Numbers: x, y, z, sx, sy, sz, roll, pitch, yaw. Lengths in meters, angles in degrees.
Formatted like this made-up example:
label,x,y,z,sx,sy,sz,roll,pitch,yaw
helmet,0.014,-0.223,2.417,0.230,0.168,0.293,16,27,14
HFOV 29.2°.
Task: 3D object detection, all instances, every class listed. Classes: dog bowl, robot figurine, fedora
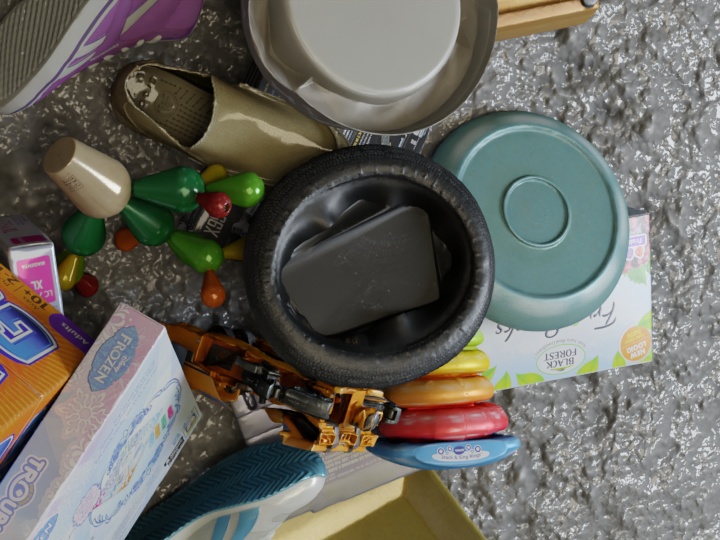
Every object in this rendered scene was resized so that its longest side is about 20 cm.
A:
label,x,y,z,sx,sy,sz,roll,pitch,yaw
dog bowl,0.002,-0.195,1.012,0.198,0.059,0.203,2,84,-25
robot figurine,-0.065,0.092,1.087,0.144,0.199,0.059,12,98,-53
fedora,0.000,0.000,1.065,0.198,0.092,0.203,2,83,-17

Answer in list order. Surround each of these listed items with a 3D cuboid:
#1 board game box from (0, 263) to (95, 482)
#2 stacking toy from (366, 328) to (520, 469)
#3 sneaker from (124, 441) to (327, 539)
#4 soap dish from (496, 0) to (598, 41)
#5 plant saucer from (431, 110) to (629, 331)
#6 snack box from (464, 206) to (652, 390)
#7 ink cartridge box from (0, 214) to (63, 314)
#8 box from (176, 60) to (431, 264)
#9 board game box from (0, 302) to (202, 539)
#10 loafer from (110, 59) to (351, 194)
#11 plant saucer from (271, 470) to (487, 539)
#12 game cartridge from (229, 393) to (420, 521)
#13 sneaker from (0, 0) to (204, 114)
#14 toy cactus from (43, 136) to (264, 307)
label,x,y,z,sx,sy,sz,roll,pitch,yaw
board game box,-0.336,0.093,0.925,0.199,0.200,0.201,38,111,1
stacking toy,0.064,0.059,1.138,0.115,0.110,0.203,-2,87,-14
sneaker,-0.108,0.215,1.163,0.199,0.077,0.081,-31,116,13
soap dish,0.121,-0.292,1.152,0.156,0.081,0.202,-13,107,-19
plant saucer,0.149,-0.048,1.200,0.198,0.027,0.202,5,73,-16
snack box,0.168,0.026,1.256,0.198,0.053,0.144,-9,106,-18
ink cartridge box,-0.250,0.066,1.062,0.042,0.119,0.202,-9,105,-22
box,-0.041,-0.088,1.150,0.157,0.050,0.202,24,92,-24
board game box,-0.195,0.148,0.997,0.043,0.199,0.201,27,70,11
loafer,-0.103,-0.108,1.063,0.198,0.067,0.077,17,92,0
plant saucer,0.010,0.269,1.186,0.199,0.200,0.049,-27,136,-14
game cartridge,-0.002,0.127,1.199,0.198,0.038,0.131,-21,107,-3
sneaker,-0.193,-0.177,1.045,0.200,0.073,0.114,-38,149,22
toy cactus,-0.174,-0.036,1.031,0.165,0.198,0.103,40,46,-47
